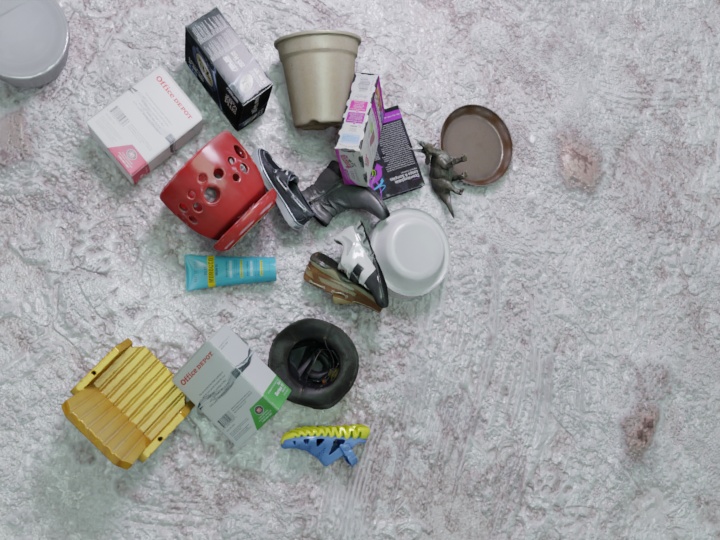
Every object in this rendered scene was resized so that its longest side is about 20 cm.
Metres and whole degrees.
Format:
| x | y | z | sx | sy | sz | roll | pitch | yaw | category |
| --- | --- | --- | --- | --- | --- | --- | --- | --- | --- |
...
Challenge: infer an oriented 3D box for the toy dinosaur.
| x | y | z | sx | sy | sz | roll | pitch | yaw | category |
| --- | --- | --- | --- | --- | --- | --- | --- | --- | --- |
| 0.198 | -0.227 | 1.642 | 0.077 | 0.101 | 0.204 | -40 | 123 | -38 | toy dinosaur |

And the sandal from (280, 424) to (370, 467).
| x | y | z | sx | sy | sz | roll | pitch | yaw | category |
| --- | --- | --- | --- | --- | --- | --- | --- | --- | --- |
| -0.074 | 0.376 | 1.485 | 0.195 | 0.079 | 0.090 | 3 | 85 | -13 | sandal |

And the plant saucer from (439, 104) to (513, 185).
| x | y | z | sx | sy | sz | roll | pitch | yaw | category |
| --- | --- | --- | --- | --- | --- | --- | --- | --- | --- |
| 0.280 | -0.304 | 1.701 | 0.195 | 0.032 | 0.206 | 2 | 81 | -14 | plant saucer |

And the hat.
| x | y | z | sx | sy | sz | roll | pitch | yaw | category |
| --- | --- | --- | --- | --- | --- | --- | --- | --- | --- |
| -0.106 | 0.196 | 1.498 | 0.195 | 0.081 | 0.206 | 0 | 90 | -14 | hat |

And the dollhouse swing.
| x | y | z | sx | sy | sz | roll | pitch | yaw | category |
| --- | --- | --- | --- | --- | --- | --- | --- | --- | --- |
| -0.446 | 0.254 | 1.350 | 0.200 | 0.176 | 0.182 | 45 | 74 | -4 | dollhouse swing |

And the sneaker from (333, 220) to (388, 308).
| x | y | z | sx | sy | sz | roll | pitch | yaw | category |
| --- | --- | --- | --- | --- | --- | --- | --- | --- | --- |
| 0.000 | 0.000 | 1.504 | 0.087 | 0.074 | 0.203 | -24 | 68 | 5 | sneaker |

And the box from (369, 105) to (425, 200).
| x | y | z | sx | sy | sz | roll | pitch | yaw | category |
| --- | --- | --- | --- | --- | --- | --- | --- | --- | --- |
| 0.055 | -0.271 | 1.634 | 0.140 | 0.036 | 0.204 | -18 | 86 | -16 | box |

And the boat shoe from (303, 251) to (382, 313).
| x | y | z | sx | sy | sz | roll | pitch | yaw | category |
| --- | --- | --- | --- | --- | --- | --- | --- | --- | --- |
| -0.039 | 0.038 | 1.551 | 0.198 | 0.076 | 0.075 | 33 | 106 | -8 | boat shoe |

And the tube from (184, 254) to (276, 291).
| x | y | z | sx | sy | sz | roll | pitch | yaw | category |
| --- | --- | --- | --- | --- | --- | --- | --- | --- | --- |
| -0.279 | 0.001 | 1.502 | 0.195 | 0.050 | 0.079 | -3 | 75 | -10 | tube |

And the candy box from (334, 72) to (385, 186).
| x | y | z | sx | sy | sz | roll | pitch | yaw | category |
| --- | --- | --- | --- | --- | --- | --- | --- | --- | --- |
| 0.001 | -0.306 | 1.517 | 0.059 | 0.137 | 0.204 | 7 | 65 | 12 | candy box |

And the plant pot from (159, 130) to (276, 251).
| x | y | z | sx | sy | sz | roll | pitch | yaw | category |
| --- | --- | --- | --- | --- | --- | --- | --- | --- | --- |
| -0.287 | -0.155 | 1.442 | 0.200 | 0.200 | 0.183 | -44 | 97 | -16 | plant pot |

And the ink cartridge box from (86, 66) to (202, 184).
| x | y | z | sx | sy | sz | roll | pitch | yaw | category |
| --- | --- | --- | --- | --- | --- | --- | --- | --- | --- |
| -0.453 | -0.307 | 1.477 | 0.200 | 0.083 | 0.147 | -42 | 94 | -16 | ink cartridge box |

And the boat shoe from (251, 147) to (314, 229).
| x | y | z | sx | sy | sz | roll | pitch | yaw | category |
| --- | --- | --- | --- | --- | --- | --- | --- | --- | --- |
| -0.166 | -0.192 | 1.524 | 0.067 | 0.071 | 0.203 | -34 | 79 | 23 | boat shoe |

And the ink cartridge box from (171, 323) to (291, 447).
| x | y | z | sx | sy | sz | roll | pitch | yaw | category |
| --- | --- | --- | --- | --- | --- | --- | --- | --- | --- |
| -0.263 | 0.234 | 1.415 | 0.200 | 0.083 | 0.146 | 46 | 115 | -5 | ink cartridge box |

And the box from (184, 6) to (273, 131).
| x | y | z | sx | sy | sz | roll | pitch | yaw | category |
| --- | --- | --- | --- | --- | --- | --- | --- | --- | --- |
| -0.287 | -0.428 | 1.498 | 0.086 | 0.164 | 0.202 | -37 | 93 | -17 | box |

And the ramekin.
| x | y | z | sx | sy | sz | roll | pitch | yaw | category |
| --- | --- | --- | --- | --- | --- | --- | --- | --- | --- |
| -0.696 | -0.475 | 1.430 | 0.197 | 0.094 | 0.208 | 2 | 82 | -15 | ramekin |

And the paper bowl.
| x | y | z | sx | sy | sz | roll | pitch | yaw | category |
| --- | --- | --- | --- | --- | --- | --- | --- | --- | --- |
| 0.111 | -0.042 | 1.580 | 0.195 | 0.104 | 0.206 | 2 | 81 | -13 | paper bowl |

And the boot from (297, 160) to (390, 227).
| x | y | z | sx | sy | sz | roll | pitch | yaw | category |
| --- | --- | --- | --- | --- | --- | --- | --- | --- | --- |
| -0.039 | -0.143 | 1.559 | 0.199 | 0.070 | 0.132 | 38 | 75 | 22 | boot |

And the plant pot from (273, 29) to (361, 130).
| x | y | z | sx | sy | sz | roll | pitch | yaw | category |
| --- | --- | --- | --- | --- | --- | --- | --- | --- | --- |
| -0.091 | -0.414 | 1.549 | 0.195 | 0.200 | 0.189 | -4 | 95 | -15 | plant pot |
